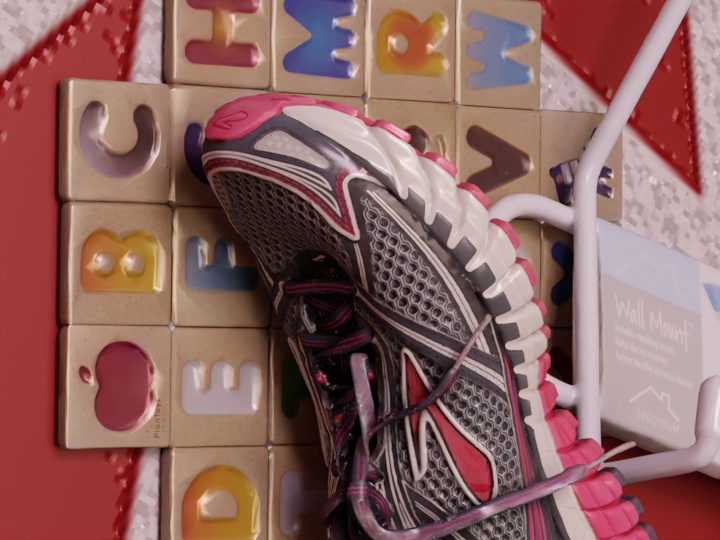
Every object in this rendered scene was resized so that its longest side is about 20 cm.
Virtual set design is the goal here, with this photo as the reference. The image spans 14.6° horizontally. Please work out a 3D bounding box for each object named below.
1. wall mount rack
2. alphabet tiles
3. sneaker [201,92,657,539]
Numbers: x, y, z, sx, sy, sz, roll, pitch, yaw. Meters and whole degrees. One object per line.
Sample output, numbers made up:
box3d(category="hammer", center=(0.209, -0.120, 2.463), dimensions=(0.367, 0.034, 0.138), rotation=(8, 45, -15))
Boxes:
box3d(category="wall mount rack", center=(0.125, -0.006, 0.861), dimensions=(0.200, 0.075, 0.174), rotation=(22, 61, -41))
box3d(category="alphabet tiles", center=(0.000, 0.000, 0.812), dimensions=(0.200, 0.006, 0.167), rotation=(1, 89, -37))
box3d(category="sneaker", center=(0.014, 0.039, 0.769), dimensions=(0.075, 0.081, 0.200), rotation=(-42, 114, -27))
